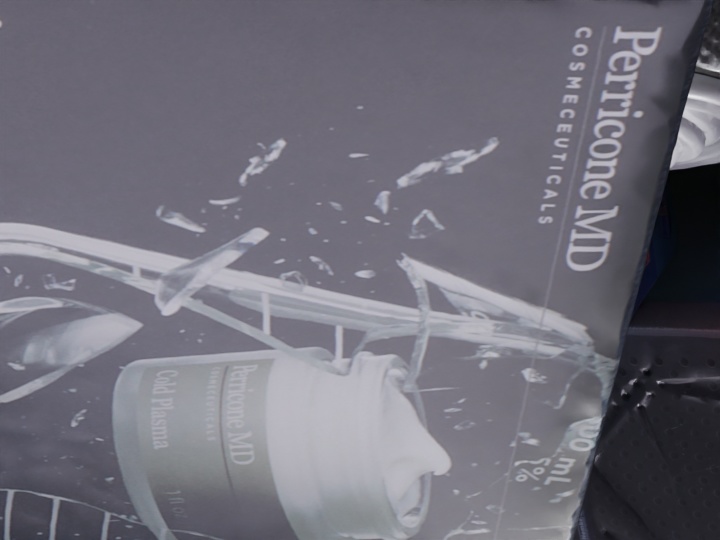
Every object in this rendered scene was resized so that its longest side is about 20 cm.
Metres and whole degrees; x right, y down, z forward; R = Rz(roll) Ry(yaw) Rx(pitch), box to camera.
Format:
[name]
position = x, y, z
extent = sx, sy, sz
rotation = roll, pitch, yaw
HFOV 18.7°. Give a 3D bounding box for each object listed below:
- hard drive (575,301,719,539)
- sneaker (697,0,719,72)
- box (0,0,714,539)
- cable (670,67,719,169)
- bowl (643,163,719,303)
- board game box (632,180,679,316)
[hard drive]
position = 0.114, 0.072, 0.761
extent = 0.198, 0.136, 0.042
rotation = 0, -153, 30
[sneaker]
position = 0.154, -0.099, 0.532
extent = 0.198, 0.071, 0.080
rotation = -6, -157, -1
[box]
position = -0.040, -0.034, 0.489
extent = 0.194, 0.125, 0.201
rotation = 1, 138, -4
[cable]
position = 0.032, -0.071, 0.659
extent = 0.198, 0.070, 0.200
rotation = 3, 175, 22
[bowl]
position = 0.151, 0.059, 0.849
extent = 0.199, 0.202, 0.105
rotation = 2, -146, 3
[board game box]
position = 0.000, 0.000, 0.766
extent = 0.198, 0.047, 0.151
rotation = -7, -167, 19
